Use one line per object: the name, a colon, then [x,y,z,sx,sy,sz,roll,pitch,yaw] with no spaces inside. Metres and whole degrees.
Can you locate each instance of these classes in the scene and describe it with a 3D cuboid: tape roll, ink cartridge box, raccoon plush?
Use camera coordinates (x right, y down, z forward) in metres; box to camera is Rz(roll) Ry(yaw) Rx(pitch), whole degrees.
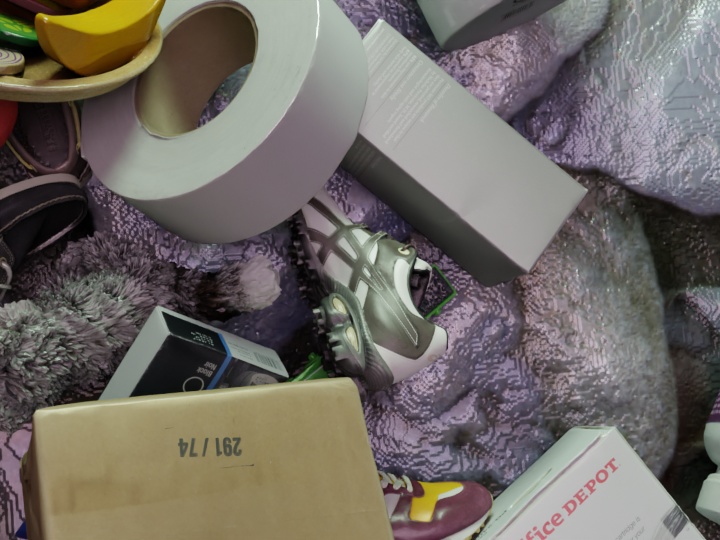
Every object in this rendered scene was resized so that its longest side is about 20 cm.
tape roll: [-0.096,-0.122,0.725,0.201,0.071,0.204,-14,61,26]
ink cartridge box: [0.185,0.237,0.787,0.145,0.083,0.200,-40,91,-11]
raccoon plush: [-0.166,0.033,0.692,0.199,0.134,0.097,-20,109,24]
ink cartridge box: [-0.142,0.126,0.706,0.099,0.039,0.201,23,108,-36]

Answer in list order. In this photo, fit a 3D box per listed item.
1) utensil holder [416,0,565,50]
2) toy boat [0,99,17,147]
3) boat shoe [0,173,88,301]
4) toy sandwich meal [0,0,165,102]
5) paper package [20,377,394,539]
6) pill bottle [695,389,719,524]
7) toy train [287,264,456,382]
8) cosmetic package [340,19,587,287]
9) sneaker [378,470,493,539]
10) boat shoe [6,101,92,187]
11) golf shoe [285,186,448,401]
utensil holder: [0.089,-0.292,0.786,0.169,0.170,0.201,-25,89,-12]
toy boat: [-0.305,-0.061,0.720,0.200,0.130,0.131,-42,51,13]
boat shoe: [-0.262,0.005,0.702,0.200,0.072,0.068,-37,73,-29]
toy sandwich meal: [-0.215,-0.185,0.685,0.203,0.071,0.206,11,37,-9]
paper package: [-0.085,0.168,0.610,0.198,0.104,0.192,-5,67,-24]
pill bottle: [0.335,0.109,0.814,0.112,0.112,0.201,27,80,-6]
toy train: [-0.009,0.066,0.785,0.200,0.056,0.042,-40,91,-12]
cosmetic package: [0.059,-0.082,0.789,0.199,0.107,0.090,37,79,-6]
sneaker: [-0.001,0.166,0.766,0.198,0.075,0.091,-11,91,-12]
boat shoe: [-0.252,-0.153,0.764,0.071,0.060,0.201,-22,88,-12]
golf shoe: [0.000,0.000,0.758,0.094,0.078,0.201,-15,56,-8]
